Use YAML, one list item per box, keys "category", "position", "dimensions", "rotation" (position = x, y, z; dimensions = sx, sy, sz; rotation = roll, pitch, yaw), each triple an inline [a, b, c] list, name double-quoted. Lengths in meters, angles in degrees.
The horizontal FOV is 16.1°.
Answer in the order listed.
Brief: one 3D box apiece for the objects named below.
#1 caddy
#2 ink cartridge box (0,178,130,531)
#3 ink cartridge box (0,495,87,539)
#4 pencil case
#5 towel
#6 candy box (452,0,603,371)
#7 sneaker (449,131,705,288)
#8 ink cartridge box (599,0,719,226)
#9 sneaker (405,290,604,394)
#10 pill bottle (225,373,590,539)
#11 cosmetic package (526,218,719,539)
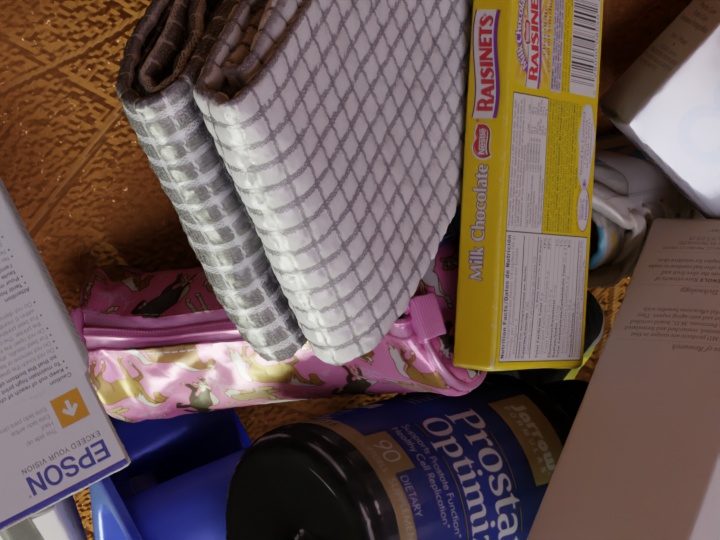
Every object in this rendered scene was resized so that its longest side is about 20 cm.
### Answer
- category: "caddy"
  position: [-0.082, 0.147, 1.304]
  dimensions: [0.105, 0.142, 0.200]
  rotation: [-28, 135, -3]
- category: "ink cartridge box"
  position: [-0.227, 0.041, 1.119]
  dimensions: [0.196, 0.201, 0.043]
  rotation: [-27, 175, 0]
- category: "ink cartridge box"
  position: [-0.229, 0.102, 1.236]
  dimensions: [0.146, 0.083, 0.200]
  rotation: [-24, 135, -3]
- category: "pencil case"
  position: [-0.038, 0.027, 1.202]
  dimensions: [0.199, 0.083, 0.087]
  rotation: [-6, 130, 27]
- category: "towel"
  position: [-0.020, -0.083, 1.108]
  dimensions: [0.085, 0.200, 0.166]
  rotation: [2, 137, 29]
- category: "candy box"
  position: [0.079, -0.055, 1.172]
  dimensions: [0.102, 0.026, 0.201]
  rotation: [4, 90, -59]
- category: "sneaker"
  position: [0.127, -0.027, 1.289]
  dimensions: [0.199, 0.081, 0.077]
  rotation: [1, 127, -27]
- category: "ink cartridge box"
  position: [0.240, -0.098, 1.248]
  dimensions: [0.200, 0.047, 0.160]
  rotation: [-46, 114, 5]
- category: "sneaker"
  position: [0.058, 0.089, 1.354]
  dimensions: [0.200, 0.075, 0.076]
  rotation: [-48, 141, -2]
- category: "pill bottle"
  position: [0.041, 0.111, 1.219]
  dimensions: [0.199, 0.112, 0.112]
  rotation: [-12, 137, -42]
- category: "cosmetic package"
  position: [0.160, 0.083, 1.208]
  dimensions: [0.084, 0.201, 0.108]
  rotation: [1, 142, 31]
